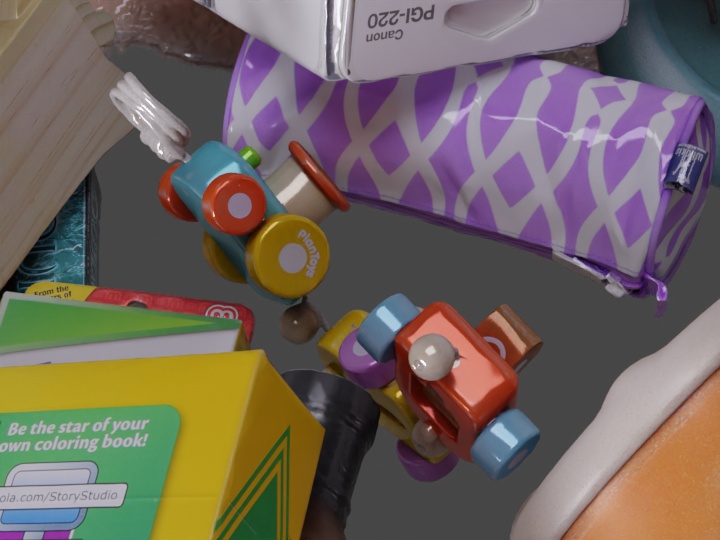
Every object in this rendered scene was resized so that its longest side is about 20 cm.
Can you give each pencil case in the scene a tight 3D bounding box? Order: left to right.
[{"bbox_3d":[0.042,-0.045,0.942,0.198,0.084,0.086,16,81,20],"label":"pencil case"}]

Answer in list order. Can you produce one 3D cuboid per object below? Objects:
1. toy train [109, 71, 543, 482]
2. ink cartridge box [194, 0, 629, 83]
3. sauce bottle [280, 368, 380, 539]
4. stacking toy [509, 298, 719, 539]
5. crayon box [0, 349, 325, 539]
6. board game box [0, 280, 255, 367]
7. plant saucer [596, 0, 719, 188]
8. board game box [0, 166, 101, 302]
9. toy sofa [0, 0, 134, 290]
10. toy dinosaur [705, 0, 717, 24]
[{"bbox_3d":[0.000,0.000,0.859,0.056,0.150,0.200,-41,68,-12],"label":"toy train"},{"bbox_3d":[-0.005,-0.151,0.956,0.145,0.086,0.200,-13,31,-32],"label":"ink cartridge box"},{"bbox_3d":[-0.038,0.127,0.804,0.064,0.065,0.201,8,60,13],"label":"sauce bottle"},{"bbox_3d":[0.159,0.111,0.800,0.146,0.146,0.200,-39,75,-19],"label":"stacking toy"},{"bbox_3d":[-0.125,0.116,0.780,0.198,0.058,0.174,-4,53,26],"label":"crayon box"},{"bbox_3d":[-0.103,0.086,0.866,0.095,0.030,0.201,6,55,10],"label":"board game box"},{"bbox_3d":[0.196,-0.112,0.998,0.198,0.028,0.201,-4,54,5],"label":"plant saucer"},{"bbox_3d":[-0.167,0.048,0.932,0.134,0.028,0.201,-5,54,2],"label":"board game box"},{"bbox_3d":[-0.177,-0.037,0.936,0.082,0.098,0.201,0,46,39],"label":"toy sofa"},{"bbox_3d":[0.124,-0.150,0.933,0.199,0.106,0.182,20,25,-13],"label":"toy dinosaur"}]
